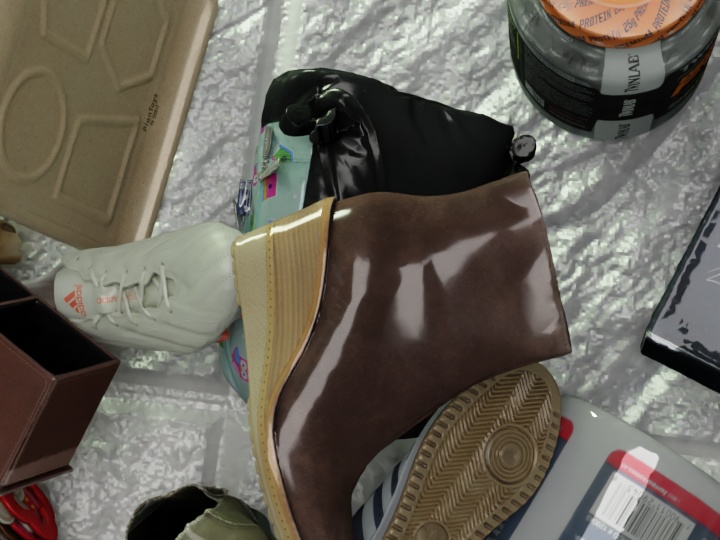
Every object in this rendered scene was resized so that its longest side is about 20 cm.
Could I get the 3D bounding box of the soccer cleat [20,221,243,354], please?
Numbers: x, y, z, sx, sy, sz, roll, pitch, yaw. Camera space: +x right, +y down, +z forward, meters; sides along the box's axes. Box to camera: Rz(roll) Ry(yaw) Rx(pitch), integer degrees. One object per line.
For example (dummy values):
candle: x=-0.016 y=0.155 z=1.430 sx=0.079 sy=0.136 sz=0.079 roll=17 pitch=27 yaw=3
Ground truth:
soccer cleat: x=-0.129 y=0.014 z=1.099 sx=0.077 sy=0.200 sz=0.070 roll=9 pitch=77 yaw=-32

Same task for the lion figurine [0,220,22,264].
lion figurine: x=-0.228 y=-0.090 z=1.137 sx=0.072 sy=0.201 sz=0.123 roll=11 pitch=49 yaw=3

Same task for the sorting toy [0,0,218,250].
sorting toy: x=-0.167 y=-0.113 z=1.121 sx=0.036 sy=0.200 sz=0.186 roll=12 pitch=83 yaw=29

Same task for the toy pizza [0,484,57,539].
toy pizza: x=-0.222 y=0.138 z=1.080 sx=0.032 sy=0.200 sz=0.201 roll=-40 pitch=80 yaw=13

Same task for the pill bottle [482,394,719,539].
pill bottle: x=0.110 y=0.182 z=1.083 sx=0.119 sy=0.120 sz=0.201 roll=32 pitch=86 yaw=9

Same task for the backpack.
backpack: x=0.000 y=0.000 z=1.105 sx=0.166 sy=0.126 sz=0.201 roll=13 pitch=85 yaw=-24

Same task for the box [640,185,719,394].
box: x=0.288 y=-0.001 z=1.092 sx=0.196 sy=0.117 sz=0.201 roll=28 pitch=86 yaw=9

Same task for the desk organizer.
desk organizer: x=-0.238 y=0.032 z=1.095 sx=0.200 sy=0.072 sz=0.077 roll=36 pitch=110 yaw=18

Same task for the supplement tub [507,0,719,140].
supplement tub: x=0.142 y=-0.150 z=1.086 sx=0.122 sy=0.200 sz=0.123 roll=-1 pitch=83 yaw=5

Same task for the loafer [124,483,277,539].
loafer: x=-0.091 y=0.144 z=1.071 sx=0.075 sy=0.200 sz=0.070 roll=-45 pitch=104 yaw=-14

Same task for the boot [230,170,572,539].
boot: x=0.027 y=0.056 z=0.992 sx=0.165 sy=0.072 sz=0.201 roll=-10 pitch=85 yaw=6

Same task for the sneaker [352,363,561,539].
sneaker: x=0.030 y=0.133 z=1.069 sx=0.070 sy=0.108 sz=0.201 roll=35 pitch=77 yaw=-15
